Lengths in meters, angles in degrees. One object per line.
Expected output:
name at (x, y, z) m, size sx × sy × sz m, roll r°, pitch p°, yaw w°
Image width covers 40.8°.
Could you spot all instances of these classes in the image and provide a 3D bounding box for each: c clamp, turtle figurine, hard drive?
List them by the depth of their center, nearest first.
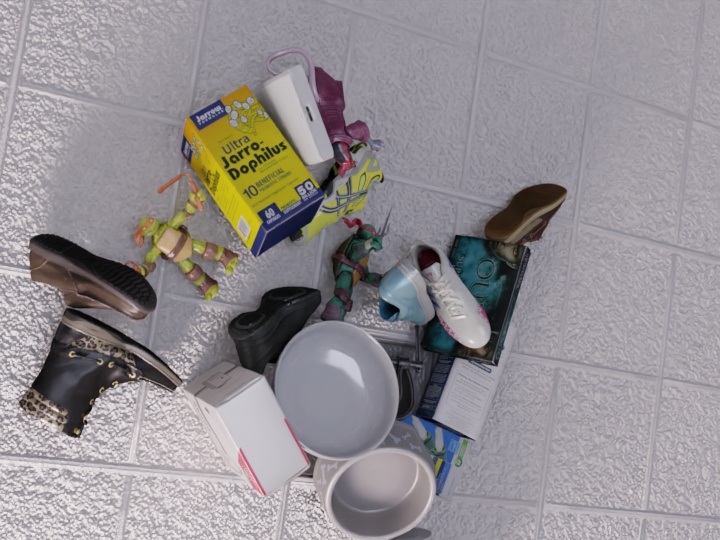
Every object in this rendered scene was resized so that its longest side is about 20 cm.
turtle figurine at (-0.267, -0.025, 1.396) m, size 0.161 × 0.064 × 0.202 m, roll 37°, pitch 81°, yaw -26°
hard drive at (-0.108, -0.212, 1.402) m, size 0.026 × 0.199 × 0.134 m, roll -24°, pitch 99°, yaw -24°
turtle figurine at (0.000, 0.000, 1.514) m, size 0.202 × 0.099 × 0.150 m, roll -65°, pitch 154°, yaw -11°
c clamp at (0.011, 0.160, 1.523) m, size 0.197 × 0.027 × 0.173 m, roll 4°, pitch 55°, yaw -18°

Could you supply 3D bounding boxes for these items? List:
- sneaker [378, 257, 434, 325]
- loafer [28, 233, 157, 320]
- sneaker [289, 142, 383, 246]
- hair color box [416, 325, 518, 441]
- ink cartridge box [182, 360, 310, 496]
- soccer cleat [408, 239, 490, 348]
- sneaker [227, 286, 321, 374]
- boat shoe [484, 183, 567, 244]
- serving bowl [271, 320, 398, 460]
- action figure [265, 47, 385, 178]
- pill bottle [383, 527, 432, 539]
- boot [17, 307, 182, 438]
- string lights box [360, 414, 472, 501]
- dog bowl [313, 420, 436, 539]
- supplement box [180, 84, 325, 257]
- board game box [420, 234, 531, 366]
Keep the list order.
sneaker at (0.061, 0.048, 1.513) m, size 0.082 × 0.201 × 0.074 m, roll -39°, pitch 63°, yaw -7°
loafer at (-0.365, 0.020, 1.316) m, size 0.198 × 0.073 × 0.072 m, roll 27°, pitch 110°, yaw 13°
sneaker at (-0.033, -0.109, 1.509) m, size 0.076 × 0.075 × 0.201 m, roll 45°, pitch 72°, yaw -18°
hair color box at (0.180, 0.170, 1.617) m, size 0.099 × 0.060 × 0.203 m, roll 28°, pitch 77°, yaw -23°
ink cartridge box at (-0.164, 0.218, 1.368) m, size 0.082 × 0.199 × 0.148 m, roll -32°, pitch 102°, yaw -19°
soccer cleat at (0.134, 0.036, 1.539) m, size 0.069 × 0.086 × 0.201 m, roll -36°, pitch 63°, yaw 9°
sneaker at (-0.124, 0.086, 1.444) m, size 0.199 × 0.075 × 0.092 m, roll -35°, pitch 123°, yaw -48°
boat shoe at (0.288, -0.083, 1.682) m, size 0.199 × 0.072 × 0.073 m, roll -38°, pitch 136°, yaw -33°
serving bowl at (-0.044, 0.180, 1.423) m, size 0.197 × 0.066 × 0.204 m, roll 8°, pitch 70°, yaw -23°
action figure at (-0.045, -0.228, 1.445) m, size 0.132 × 0.150 × 0.202 m, roll -23°, pitch 57°, yaw -5°
pill bottle at (0.077, 0.518, 1.531) m, size 0.111 × 0.112 × 0.204 m, roll -3°, pitch 90°, yaw -26°
boot at (-0.360, 0.160, 1.342) m, size 0.199 × 0.073 × 0.152 m, roll 36°, pitch 81°, yaw -35°
string lights box at (0.073, 0.286, 1.562) m, size 0.198 × 0.059 × 0.104 m, roll 27°, pitch 79°, yaw -23°
dog bowl at (0.027, 0.328, 1.485) m, size 0.196 × 0.059 × 0.203 m, roll -4°, pitch 117°, yaw -9°
supplement box at (-0.158, -0.142, 1.393) m, size 0.108 × 0.110 × 0.201 m, roll -34°, pitch 83°, yaw -23°
board game box at (0.189, 0.046, 1.582) m, size 0.028 × 0.134 × 0.203 m, roll 39°, pitch 65°, yaw -55°
